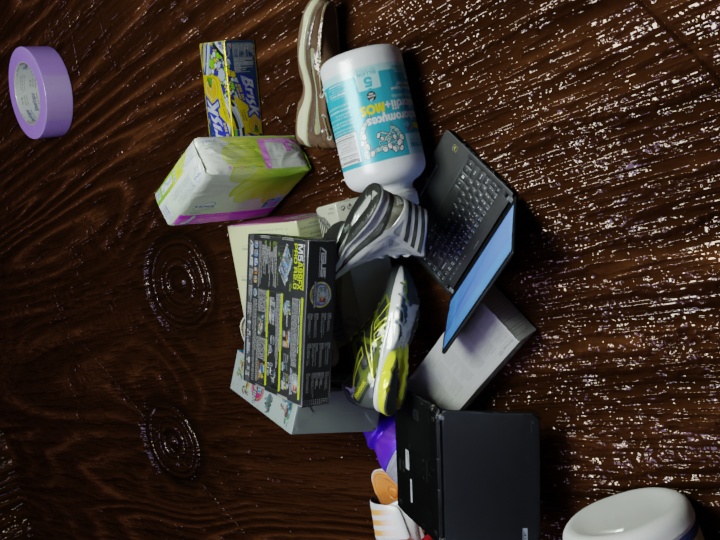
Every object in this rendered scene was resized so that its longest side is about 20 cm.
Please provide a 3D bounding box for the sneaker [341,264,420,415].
[{"bbox_3d":[0.023,0.085,0.973,0.083,0.075,0.204,1,66,25],"label":"sneaker"}]

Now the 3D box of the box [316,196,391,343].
[{"bbox_3d":[0.000,0.000,1.046,0.082,0.067,0.204,-5,98,67],"label":"box"}]

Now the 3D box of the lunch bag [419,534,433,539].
[{"bbox_3d":[0.102,0.449,1.016,0.081,0.175,0.204,28,120,32],"label":"lunch bag"}]

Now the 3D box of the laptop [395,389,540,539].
[{"bbox_3d":[0.131,0.251,0.954,0.199,0.101,0.181,-165,71,-66],"label":"laptop"}]

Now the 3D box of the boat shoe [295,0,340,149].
[{"bbox_3d":[-0.041,-0.269,1.025,0.074,0.075,0.206,19,122,25],"label":"boat shoe"}]

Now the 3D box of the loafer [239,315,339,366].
[{"bbox_3d":[-0.117,0.098,1.070,0.198,0.068,0.077,10,110,44],"label":"loafer"}]

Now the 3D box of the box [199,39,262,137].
[{"bbox_3d":[-0.205,-0.263,1.191,0.069,0.064,0.204,10,109,43],"label":"box"}]

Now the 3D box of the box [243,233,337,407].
[{"bbox_3d":[-0.095,0.057,0.951,0.159,0.044,0.205,7,96,53],"label":"box"}]

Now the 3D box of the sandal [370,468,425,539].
[{"bbox_3d":[0.061,0.409,1.130,0.079,0.059,0.210,-26,83,46],"label":"sandal"}]

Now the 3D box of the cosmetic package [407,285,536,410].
[{"bbox_3d":[0.138,0.116,0.964,0.083,0.050,0.201,49,132,20],"label":"cosmetic package"}]

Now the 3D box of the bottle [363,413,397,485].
[{"bbox_3d":[0.067,0.268,1.075,0.200,0.065,0.085,42,125,29],"label":"bottle"}]

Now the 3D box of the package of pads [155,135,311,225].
[{"bbox_3d":[-0.188,-0.137,1.114,0.154,0.198,0.069,-39,70,44],"label":"package of pads"}]

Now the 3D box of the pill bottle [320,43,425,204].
[{"bbox_3d":[0.021,-0.177,0.952,0.110,0.110,0.204,-9,97,46],"label":"pill bottle"}]

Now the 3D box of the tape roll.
[{"bbox_3d":[-0.732,-0.406,1.689,0.198,0.065,0.204,16,113,42],"label":"tape roll"}]

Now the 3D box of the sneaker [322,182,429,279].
[{"bbox_3d":[0.020,-0.023,0.938,0.200,0.114,0.077,-44,33,51],"label":"sneaker"}]

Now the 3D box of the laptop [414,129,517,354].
[{"bbox_3d":[0.106,-0.038,0.913,0.201,0.102,0.179,49,131,23],"label":"laptop"}]

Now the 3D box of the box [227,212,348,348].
[{"bbox_3d":[-0.104,0.017,1.152,0.174,0.096,0.204,-1,101,45],"label":"box"}]

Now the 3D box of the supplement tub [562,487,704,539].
[{"bbox_3d":[0.316,0.355,0.789,0.143,0.143,0.204,-24,85,46],"label":"supplement tub"}]

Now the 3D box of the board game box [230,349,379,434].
[{"bbox_3d":[-0.083,0.176,1.088,0.199,0.145,0.066,16,96,53],"label":"board game box"}]
